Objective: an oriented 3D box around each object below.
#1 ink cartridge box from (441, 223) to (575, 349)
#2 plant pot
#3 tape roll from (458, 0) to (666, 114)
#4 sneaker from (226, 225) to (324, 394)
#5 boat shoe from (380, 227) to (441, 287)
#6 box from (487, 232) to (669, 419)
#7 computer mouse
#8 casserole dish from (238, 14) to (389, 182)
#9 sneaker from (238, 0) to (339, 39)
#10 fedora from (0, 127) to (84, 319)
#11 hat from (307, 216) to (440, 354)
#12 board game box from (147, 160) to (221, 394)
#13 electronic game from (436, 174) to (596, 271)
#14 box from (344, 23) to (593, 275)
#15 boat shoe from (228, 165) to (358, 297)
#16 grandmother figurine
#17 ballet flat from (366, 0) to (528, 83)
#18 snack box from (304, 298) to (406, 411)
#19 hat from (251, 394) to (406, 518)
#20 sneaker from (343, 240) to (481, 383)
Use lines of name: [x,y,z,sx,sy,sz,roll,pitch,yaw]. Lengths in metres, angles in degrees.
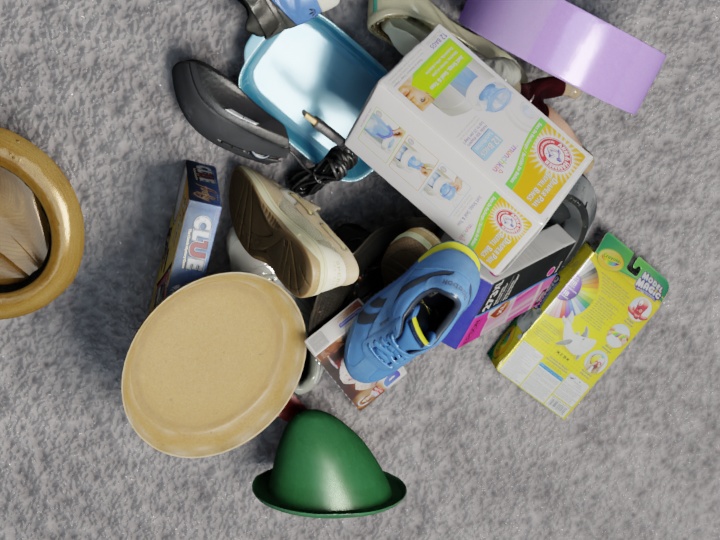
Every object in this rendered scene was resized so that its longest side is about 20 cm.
ink cartridge box: [0.136,0.021,1.256,0.198,0.037,0.095,-21,147,-43]
plant pot: [-0.145,0.090,1.217,0.197,0.027,0.203,-15,120,-26]
tape roll: [0.196,-0.228,1.209,0.198,0.201,0.066,23,106,-19]
sneaker: [-0.083,0.042,1.304,0.077,0.100,0.202,-23,114,13]
boat shoe: [0.066,0.006,1.256,0.076,0.201,0.072,-39,72,-20]
box: [0.251,0.058,1.415,0.117,0.048,0.201,35,103,-21]
computer mouse: [-0.098,-0.137,1.217,0.199,0.140,0.046,40,63,-22]
casserole dish: [-0.036,-0.181,1.267,0.199,0.039,0.121,38,100,-21]
sneaker: [-0.111,-0.318,1.169,0.110,0.077,0.202,-29,106,-1]
fedora: [-0.367,-0.053,1.223,0.197,0.082,0.204,-2,107,-7]
hat: [0.000,0.000,1.308,0.199,0.081,0.202,-34,148,-25]
board game box: [-0.183,0.005,1.254,0.034,0.136,0.203,12,108,-14]
electronic game: [0.164,-0.036,1.326,0.197,0.042,0.202,-17,141,-14]
box: [0.103,-0.113,1.176,0.199,0.102,0.113,41,55,3]
boat shoe: [-0.070,-0.041,1.227,0.064,0.200,0.073,-7,124,-32]
grandmother figurine: [0.174,-0.154,1.269,0.121,0.061,0.199,-43,137,9]
ballet flat: [0.088,-0.218,1.261,0.198,0.070,0.070,31,102,-18]
snack box: [-0.002,0.093,1.317,0.072,0.024,0.200,-39,155,-4]
hat: [-0.041,0.156,1.340,0.197,0.165,0.180,-2,101,-27]
sneaker: [0.038,0.055,1.162,0.066,0.079,0.200,35,129,-11]
